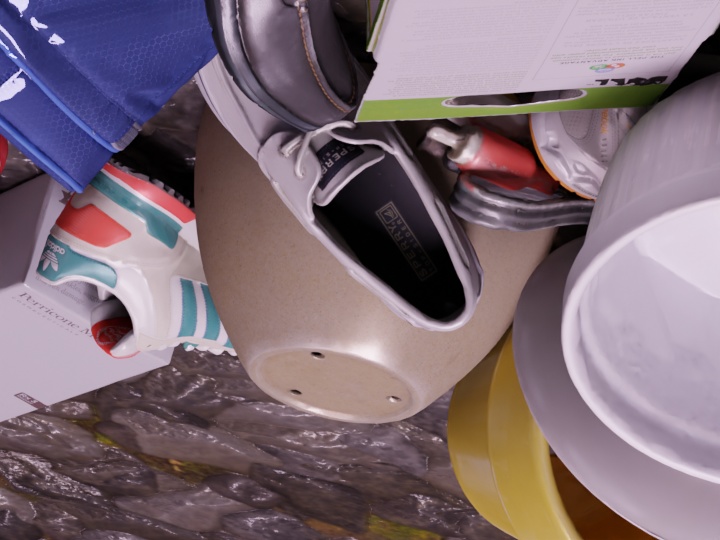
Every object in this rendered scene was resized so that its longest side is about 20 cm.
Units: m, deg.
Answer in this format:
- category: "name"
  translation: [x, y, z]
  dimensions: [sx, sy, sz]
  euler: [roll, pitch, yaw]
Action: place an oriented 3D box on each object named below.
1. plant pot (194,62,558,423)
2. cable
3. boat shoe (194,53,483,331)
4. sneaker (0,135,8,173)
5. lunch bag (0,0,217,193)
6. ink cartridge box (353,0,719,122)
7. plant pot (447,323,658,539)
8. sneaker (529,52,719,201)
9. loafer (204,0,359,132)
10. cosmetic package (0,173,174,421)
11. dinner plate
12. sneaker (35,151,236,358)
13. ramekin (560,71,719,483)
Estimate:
- category: "plant pot"
  translation: [0.000, 0.000, 1.356]
  dimensions: [0.199, 0.135, 0.201]
  euler: [10, 154, 5]
- category: "cable"
  translation: [0.111, -0.046, 1.273]
  dimensions: [0.199, 0.097, 0.050]
  euler: [16, 122, -20]
- category: "boat shoe"
  translation: [-0.012, -0.051, 1.237]
  dimensions: [0.200, 0.072, 0.066]
  euler: [56, -179, -8]
- category: "sneaker"
  translation: [-0.249, -0.061, 1.366]
  dimensions: [0.071, 0.113, 0.199]
  euler: [30, 150, -35]
- category: "lunch bag"
  translation: [-0.155, -0.133, 1.091]
  dimensions: [0.200, 0.132, 0.136]
  euler: [42, -178, -45]
- category: "ink cartridge box"
  translation: [0.071, -0.125, 1.091]
  dimensions: [0.147, 0.076, 0.200]
  euler: [-4, 168, -7]
- category: "plant pot"
  translation: [0.142, 0.088, 1.426]
  dimensions: [0.200, 0.202, 0.189]
  euler: [22, 167, -20]
- category: "sneaker"
  translation: [0.184, -0.052, 1.240]
  dimensions: [0.199, 0.076, 0.092]
  euler: [20, 150, -18]
- category: "loafer"
  translation: [-0.030, -0.127, 1.024]
  dimensions: [0.072, 0.073, 0.200]
  euler: [-14, 145, 12]
- category: "cosmetic package"
  translation: [-0.201, 0.019, 1.550]
  dimensions: [0.113, 0.081, 0.200]
  euler: [30, 151, -29]
- category: "dinner plate"
  translation: [0.169, 0.053, 1.270]
  dimensions: [0.199, 0.201, 0.024]
  euler: [18, 137, -13]
- category: "sneaker"
  translation: [-0.104, 0.016, 1.461]
  dimensions: [0.070, 0.094, 0.200]
  euler: [34, 174, 47]
- category: "ramekin"
  translation: [0.194, -0.002, 1.171]
  dimensions: [0.199, 0.105, 0.201]
  euler: [6, 138, 6]
